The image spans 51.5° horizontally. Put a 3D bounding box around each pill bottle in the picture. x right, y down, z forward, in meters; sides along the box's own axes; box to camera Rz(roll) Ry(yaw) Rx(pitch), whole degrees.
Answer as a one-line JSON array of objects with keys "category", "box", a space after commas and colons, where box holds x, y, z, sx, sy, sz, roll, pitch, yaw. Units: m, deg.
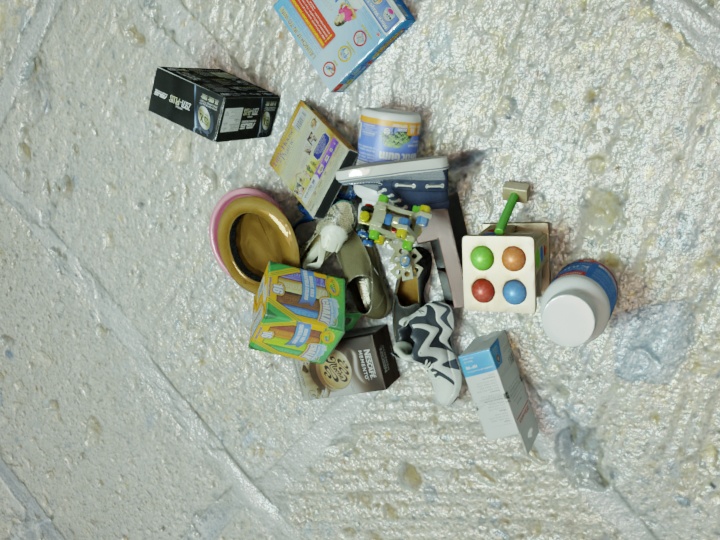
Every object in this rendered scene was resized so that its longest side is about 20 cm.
[{"category": "pill bottle", "box": [0.356, 0.054, 1.221, 0.110, 0.199, 0.115, 6, 105, 23]}, {"category": "pill bottle", "box": [0.045, -0.188, 1.363, 0.110, 0.112, 0.205, 12, 107, 22]}]

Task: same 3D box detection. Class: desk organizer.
[{"category": "desk organizer", "box": [0.156, -0.032, 1.370, 0.076, 0.071, 0.205, -11, 97, 29]}]

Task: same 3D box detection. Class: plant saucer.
[{"category": "plant saucer", "box": [-0.222, -0.072, 1.553, 0.196, 0.051, 0.206, 6, 104, 24]}]

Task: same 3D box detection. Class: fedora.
[{"category": "fedora", "box": [-0.188, -0.054, 1.467, 0.196, 0.082, 0.205, 9, 114, 21]}]

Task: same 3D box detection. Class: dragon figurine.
[{"category": "dragon figurine", "box": [-0.069, -0.120, 1.463, 0.099, 0.059, 0.202, 40, 114, 12]}]

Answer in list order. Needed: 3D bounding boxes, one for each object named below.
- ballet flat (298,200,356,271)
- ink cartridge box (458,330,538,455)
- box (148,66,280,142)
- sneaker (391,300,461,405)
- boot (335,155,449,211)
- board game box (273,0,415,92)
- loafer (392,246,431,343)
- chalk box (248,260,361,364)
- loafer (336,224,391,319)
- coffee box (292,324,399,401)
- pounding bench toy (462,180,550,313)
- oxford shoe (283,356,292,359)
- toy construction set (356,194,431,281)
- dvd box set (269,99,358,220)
[{"category": "ballet flat", "box": [-0.068, -0.048, 1.422, 0.067, 0.076, 0.200, 27, 137, -18]}, {"category": "ink cartridge box", "box": [0.253, 0.226, 1.358, 0.066, 0.115, 0.204, -18, 94, 27]}, {"category": "box", "box": [-0.277, -0.321, 1.436, 0.161, 0.199, 0.088, 27, 112, 17]}, {"category": "sneaker", "box": [0.115, 0.167, 1.389, 0.079, 0.127, 0.204, 25, 124, 56]}, {"category": "boot", "box": [0.057, -0.140, 1.280, 0.195, 0.073, 0.093, -6, 103, 1]}, {"category": "board game box", "box": [-0.032, -0.469, 1.365, 0.195, 0.056, 0.202, -37, 85, 28]}, {"category": "loafer", "box": [0.088, 0.059, 1.422, 0.071, 0.072, 0.205, 9, 107, 22]}, {"category": "chalk box", "box": [-0.098, 0.087, 1.405, 0.196, 0.126, 0.126, 14, 140, -16]}, {"category": "loafer", "box": [0.000, 0.000, 1.448, 0.075, 0.067, 0.203, -30, 82, 27]}, {"category": "coffee box", "box": [-0.032, 0.186, 1.505, 0.196, 0.080, 0.116, -13, 96, 28]}, {"category": "pounding bench toy", "box": [0.248, -0.044, 1.275, 0.122, 0.155, 0.205, 1, 102, 25]}, {"category": "oxford shoe", "box": [-0.142, 0.075, 1.506, 0.074, 0.058, 0.205, -7, 68, 29]}, {"category": "toy construction set", "box": [0.060, -0.062, 1.281, 0.128, 0.201, 0.094, 12, 65, 11]}, {"category": "dvd box set", "box": [-0.093, -0.211, 1.413, 0.200, 0.029, 0.148, 49, 117, 41]}]
